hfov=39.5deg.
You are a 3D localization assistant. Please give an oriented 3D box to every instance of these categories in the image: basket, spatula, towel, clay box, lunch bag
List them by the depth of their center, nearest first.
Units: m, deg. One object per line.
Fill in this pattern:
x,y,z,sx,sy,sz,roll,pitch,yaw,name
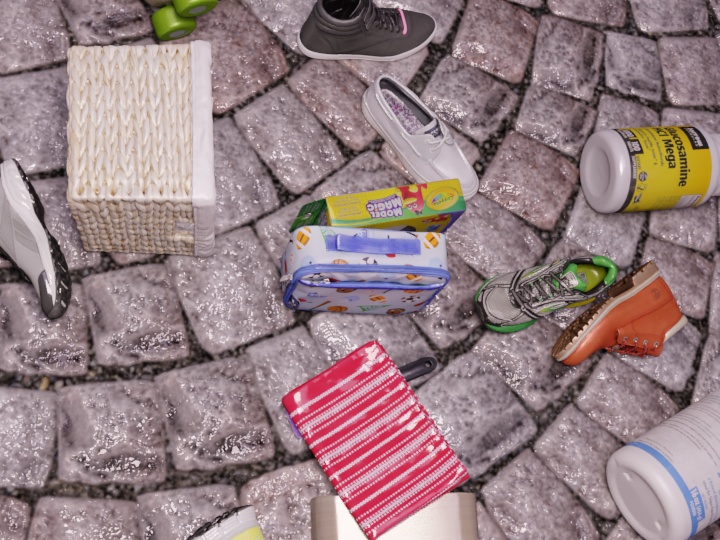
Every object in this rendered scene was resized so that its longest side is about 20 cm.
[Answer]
-0.247,-0.132,1.152,0.160,0.198,0.201,-3,74,-10,basket
0.016,0.192,1.165,0.144,0.023,0.200,-29,69,-18,towel
0.000,0.000,1.188,0.199,0.160,0.076,1,72,-14,lunch bag
0.005,0.144,1.218,0.199,0.021,0.057,-19,71,-20,spatula
0.018,-0.061,1.236,0.199,0.115,0.048,-11,76,-16,clay box

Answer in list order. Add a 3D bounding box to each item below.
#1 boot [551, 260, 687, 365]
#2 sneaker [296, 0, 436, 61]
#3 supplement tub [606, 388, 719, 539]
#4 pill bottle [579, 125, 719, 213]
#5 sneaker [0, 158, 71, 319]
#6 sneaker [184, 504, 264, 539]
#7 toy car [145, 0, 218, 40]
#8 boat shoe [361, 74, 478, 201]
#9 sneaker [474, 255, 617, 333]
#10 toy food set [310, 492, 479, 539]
0.340,0.081,1.296,0.200,0.075,0.108,-33,88,-22,boot
0.020,-0.332,1.331,0.199,0.099,0.071,-8,73,-17,sneaker
0.416,0.238,1.231,0.199,0.132,0.132,-26,80,-19,supplement tub
0.410,-0.139,1.359,0.199,0.112,0.113,-5,74,-16,pill bottle
-0.392,-0.029,1.155,0.079,0.074,0.201,-26,74,-10,sneaker
-0.183,0.340,1.081,0.199,0.078,0.091,-29,88,-18,sneaker
-0.182,-0.408,1.289,0.199,0.158,0.165,-18,90,-30,toy car
0.084,-0.176,1.314,0.072,0.069,0.200,-36,84,-21,boat shoe
0.236,0.019,1.281,0.199,0.085,0.078,-19,78,-18,sneaker
0.043,0.333,1.155,0.199,0.060,0.144,-1,73,-5,toy food set
